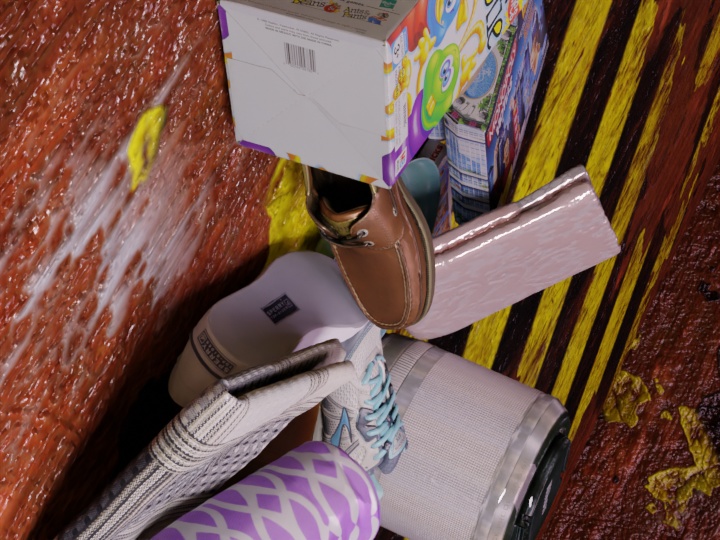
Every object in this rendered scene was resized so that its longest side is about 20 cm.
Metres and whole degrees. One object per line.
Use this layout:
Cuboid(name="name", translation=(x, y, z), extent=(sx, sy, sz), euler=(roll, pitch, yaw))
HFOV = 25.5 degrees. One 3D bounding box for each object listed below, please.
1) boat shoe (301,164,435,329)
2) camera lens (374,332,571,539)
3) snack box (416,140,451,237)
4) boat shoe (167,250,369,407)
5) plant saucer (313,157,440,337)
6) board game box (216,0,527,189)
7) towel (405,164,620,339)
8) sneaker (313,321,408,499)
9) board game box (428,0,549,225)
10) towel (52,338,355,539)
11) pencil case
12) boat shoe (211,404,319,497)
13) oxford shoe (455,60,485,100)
Cuboid(name="boat shoe", translation=(-0.006, -0.042, 1.031), extent=(0.068, 0.072, 0.201), euler=(-48, 127, -53))
Cuboid(name="camera lens", translation=(0.068, 0.152, 1.353), extent=(0.160, 0.200, 0.160), euler=(-56, 161, -32))
Cuboid(name="snack box", translation=(0.054, -0.026, 1.385), extent=(0.072, 0.024, 0.200), euler=(-56, 161, -27))
Cuboid(name="boat shoe", translation=(-0.062, 0.039, 1.046), extent=(0.065, 0.074, 0.200), euler=(-45, 167, 27))
Cuboid(name="plant saucer", translation=(0.000, 0.000, 1.221), extent=(0.200, 0.027, 0.200), euler=(-52, 159, -29))
Cuboid(name="board game box", translation=(0.015, -0.157, 0.928), extent=(0.200, 0.105, 0.103), euler=(-54, 153, -38))
Cuboid(name="towel", translation=(0.106, -0.008, 1.255), extent=(0.191, 0.032, 0.200), euler=(-26, 162, 7))
Cuboid(name="sneaker", translation=(0.003, 0.102, 1.190), extent=(0.078, 0.086, 0.200), euler=(-42, 153, -45))
Cuboid(name="board game box", translation=(0.094, -0.163, 1.220), extent=(0.200, 0.061, 0.200), euler=(76, 27, -58))
Cuboid(name="towel", translation=(-0.097, 0.119, 0.939), extent=(0.193, 0.035, 0.200), euler=(-44, 171, 18))
Cuboid(name="pencil case", translation=(-0.075, 0.182, 0.985), extent=(0.200, 0.084, 0.086), euler=(-29, 127, -38))
Cuboid(name="boat shoe", translation=(-0.077, 0.156, 1.095), extent=(0.200, 0.070, 0.070), euler=(-66, -174, -33))
Cuboid(name="oxford shoe", translation=(0.053, -0.135, 1.055), extent=(0.200, 0.070, 0.075), euler=(-74, 166, -65))
